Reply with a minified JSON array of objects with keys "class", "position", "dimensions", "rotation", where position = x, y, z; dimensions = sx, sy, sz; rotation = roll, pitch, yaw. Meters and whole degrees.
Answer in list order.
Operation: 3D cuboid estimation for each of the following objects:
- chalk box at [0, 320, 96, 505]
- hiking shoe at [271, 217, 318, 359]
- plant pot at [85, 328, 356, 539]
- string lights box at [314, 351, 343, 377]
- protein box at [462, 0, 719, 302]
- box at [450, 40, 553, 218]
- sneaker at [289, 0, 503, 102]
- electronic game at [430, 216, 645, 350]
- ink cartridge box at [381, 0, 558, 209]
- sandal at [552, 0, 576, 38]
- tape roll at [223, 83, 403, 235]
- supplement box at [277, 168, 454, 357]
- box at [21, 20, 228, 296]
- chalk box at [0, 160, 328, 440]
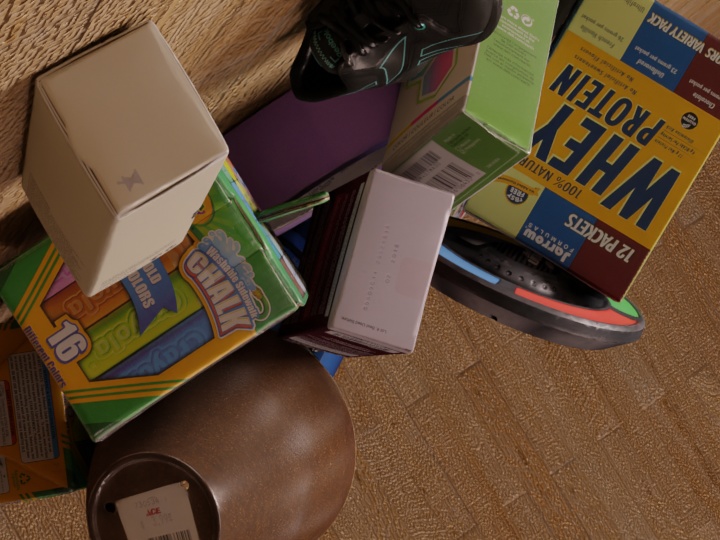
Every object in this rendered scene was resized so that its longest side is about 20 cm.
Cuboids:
[{"class":"chalk box","position":[-0.253,0.105,1.437],"dimensions":[0.123,0.126,0.200],"rotation":[-9,178,4]},{"class":"hiking shoe","position":[-0.069,-0.002,1.543],"dimensions":[0.074,0.086,0.201],"rotation":[-35,-144,32]},{"class":"plant pot","position":[-0.113,0.147,1.368],"dimensions":[0.186,0.188,0.200],"rotation":[-33,-178,15]},{"class":"string lights box","position":[-0.056,0.035,1.623],"dimensions":[0.059,0.102,0.201],"rotation":[92,20,-47]},{"class":"protein box","position":[0.184,-0.106,1.484],"dimensions":[0.200,0.134,0.200],"rotation":[-60,180,9]},{"class":"box","position":[0.098,-0.128,1.576],"dimensions":[0.201,0.035,0.110],"rotation":[-61,165,15]},{"class":"sneaker","position":[0.019,-0.141,1.122],"dimensions":[0.079,0.076,0.200],"rotation":[-28,175,-24]},{"class":"electronic game","position":[0.115,0.004,1.443],"dimensions":[0.042,0.199,0.200],"rotation":[-67,167,13]},{"class":"ink cartridge box","position":[0.080,-0.147,1.363],"dimensions":[0.104,0.059,0.201],"rotation":[-36,-148,48]},{"class":"sandal","position":[0.117,-0.172,1.443],"dimensions":[0.201,0.043,0.076],"rotation":[-58,180,-21]},{"class":"tape roll","position":[-0.037,-0.087,1.452],"dimensions":[0.199,0.066,0.200],"rotation":[-33,176,-2]},{"class":"supplement box","position":[0.000,0.000,1.343],"dimensions":[0.200,0.060,0.110],"rotation":[167,-61,-77]},{"class":"box","position":[-0.127,-0.053,1.020],"dimensions":[0.068,0.083,0.200],"rotation":[-30,177,-16]},{"class":"chalk box","position":[-0.111,-0.005,1.244],"dimensions":[0.199,0.124,0.125],"rotation":[-34,-177,2]}]
